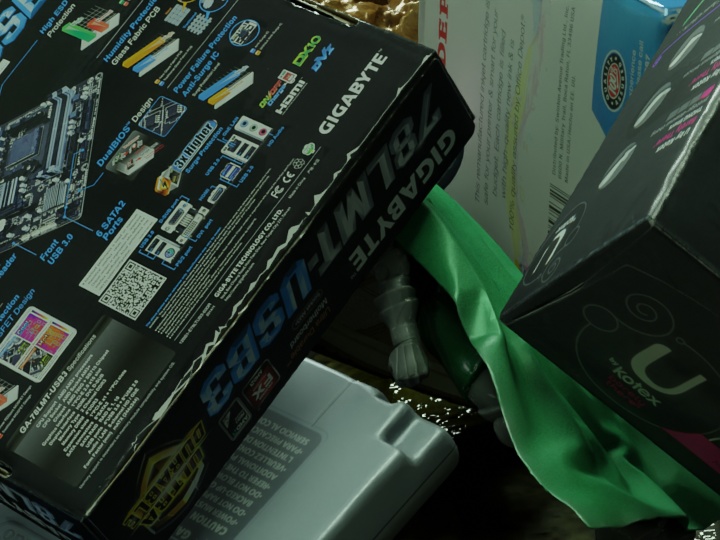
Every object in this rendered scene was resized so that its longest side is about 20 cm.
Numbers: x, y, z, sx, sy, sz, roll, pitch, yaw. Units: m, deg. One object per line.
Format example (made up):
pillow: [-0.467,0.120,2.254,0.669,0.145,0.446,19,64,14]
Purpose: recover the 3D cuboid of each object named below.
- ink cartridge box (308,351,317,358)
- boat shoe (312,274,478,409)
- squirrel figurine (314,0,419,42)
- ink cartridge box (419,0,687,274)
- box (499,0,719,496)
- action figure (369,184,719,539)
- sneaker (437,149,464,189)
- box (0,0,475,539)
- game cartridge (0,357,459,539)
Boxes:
ink cartridge box: [-0.129,0.025,1.133,0.199,0.051,0.109,6,28,30]
boat shoe: [0.000,0.000,1.030,0.199,0.067,0.074,21,1,-16]
squirrel figurine: [0.006,-0.109,1.292,0.186,0.142,0.200,3,25,-36]
ink cartridge box: [0.101,-0.062,1.112,0.084,0.145,0.200,-8,23,-24]
box: [0.155,-0.035,0.918,0.200,0.122,0.106,-57,10,-30]
action figure: [0.041,0.023,0.956,0.200,0.055,0.118,53,18,27]
sneaker: [-0.055,-0.027,1.108,0.199,0.070,0.082,-11,-6,4]
box: [-0.094,-0.020,0.958,0.198,0.050,0.200,24,70,37]
game cartridge: [-0.075,0.076,0.960,0.200,0.042,0.133,22,66,45]
